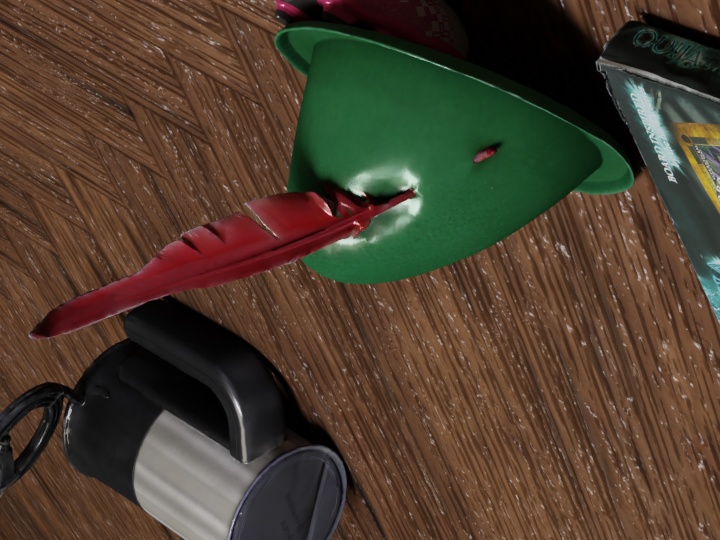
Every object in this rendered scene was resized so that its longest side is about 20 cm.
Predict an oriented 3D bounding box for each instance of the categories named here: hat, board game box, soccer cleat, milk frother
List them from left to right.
[{"bbox_3d":[-0.149,0.144,1.873,0.188,0.200,0.181,29,153,37],"label":"milk frother"},{"bbox_3d":[-0.030,-0.158,1.173,0.199,0.087,0.070,25,172,-18],"label":"soccer cleat"},{"bbox_3d":[0.000,0.000,1.175,0.199,0.177,0.166,19,170,19],"label":"hat"},{"bbox_3d":[0.183,-0.009,1.090,0.135,0.028,0.200,26,155,44],"label":"board game box"}]
